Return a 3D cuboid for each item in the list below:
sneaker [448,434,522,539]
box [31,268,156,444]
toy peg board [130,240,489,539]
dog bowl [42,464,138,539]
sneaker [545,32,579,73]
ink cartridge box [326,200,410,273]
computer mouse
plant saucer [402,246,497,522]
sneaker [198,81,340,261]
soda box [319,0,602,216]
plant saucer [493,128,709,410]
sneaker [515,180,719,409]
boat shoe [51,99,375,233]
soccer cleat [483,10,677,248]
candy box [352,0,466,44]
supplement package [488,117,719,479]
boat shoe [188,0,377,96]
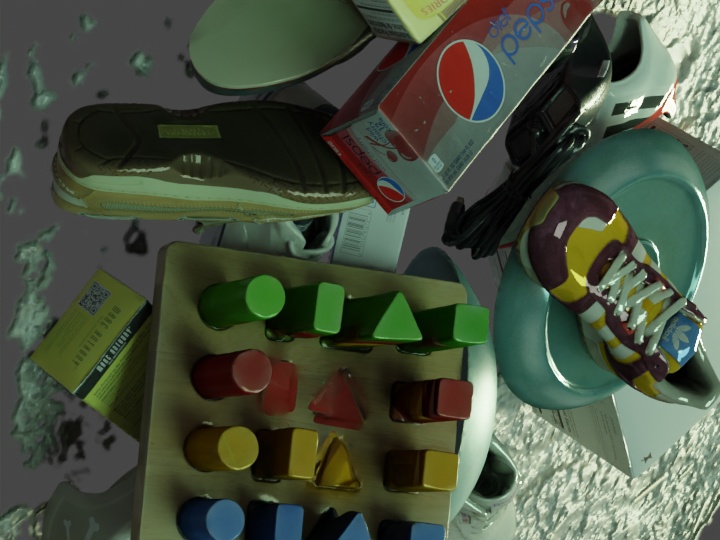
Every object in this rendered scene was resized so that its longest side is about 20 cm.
[{"bbox_3d":[0.074,0.158,1.890,0.075,0.099,0.200,-48,142,-13],"label":"sneaker"},{"bbox_3d":[-0.118,0.079,1.678,0.075,0.050,0.200,-53,140,-4],"label":"box"},{"bbox_3d":[-0.021,0.091,1.581,0.199,0.098,0.201,8,82,-22],"label":"toy peg board"},{"bbox_3d":[-0.098,0.166,1.686,0.199,0.059,0.201,-14,141,-11],"label":"dog bowl"},{"bbox_3d":[0.090,-0.143,1.711,0.075,0.087,0.201,5,112,-47],"label":"sneaker"},{"bbox_3d":[0.000,0.000,1.712,0.094,0.044,0.201,-79,-178,-68],"label":"ink cartridge box"},{"bbox_3d":[0.113,-0.081,1.735,0.046,0.200,0.140,36,118,-14],"label":"computer mouse"},{"bbox_3d":[0.052,0.087,1.745,0.038,0.201,0.202,6,114,-17],"label":"plant saucer"},{"bbox_3d":[-0.054,-0.021,1.659,0.073,0.071,0.201,-16,126,-39],"label":"sneaker"},{"bbox_3d":[0.064,-0.126,1.590,0.070,0.063,0.200,49,55,-14],"label":"soda box"},{"bbox_3d":[0.166,0.005,1.761,0.199,0.027,0.201,-26,131,-34],"label":"plant saucer"},{"bbox_3d":[0.170,0.016,1.679,0.075,0.090,0.200,-52,141,-9],"label":"sneaker"},{"bbox_3d":[-0.085,-0.055,1.581,0.199,0.072,0.076,6,141,-15],"label":"boat shoe"},{"bbox_3d":[0.139,-0.095,1.818,0.200,0.068,0.085,-43,130,-21],"label":"soccer cleat"},{"bbox_3d":[0.009,-0.243,1.533,0.115,0.055,0.200,-43,116,-15],"label":"candy box"},{"bbox_3d":[0.194,0.014,1.906,0.156,0.111,0.201,-39,138,-20],"label":"supplement package"},{"bbox_3d":[-0.022,-0.157,1.609,0.200,0.071,0.063,-34,175,-25],"label":"boat shoe"}]
